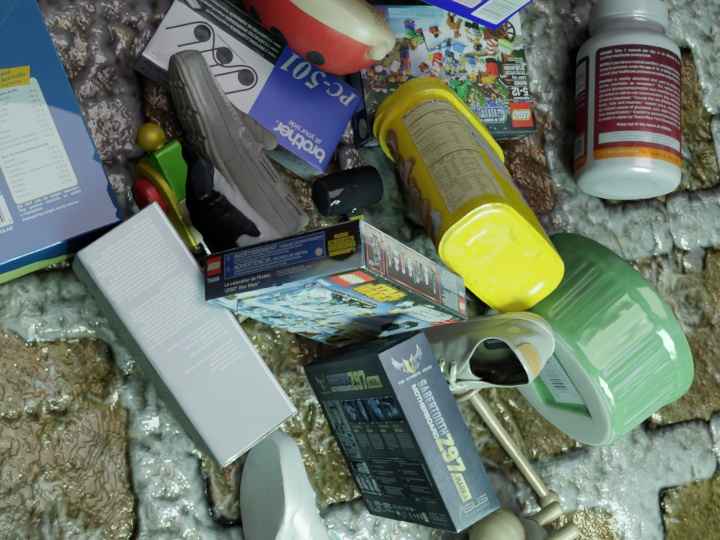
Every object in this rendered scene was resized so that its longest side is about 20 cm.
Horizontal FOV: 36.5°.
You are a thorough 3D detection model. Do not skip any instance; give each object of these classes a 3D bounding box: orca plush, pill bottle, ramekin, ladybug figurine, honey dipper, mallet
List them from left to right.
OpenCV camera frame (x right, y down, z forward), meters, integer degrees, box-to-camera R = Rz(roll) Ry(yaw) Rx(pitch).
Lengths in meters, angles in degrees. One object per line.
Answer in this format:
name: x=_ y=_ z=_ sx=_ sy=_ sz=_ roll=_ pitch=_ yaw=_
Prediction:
orca plush: x=-0.107 y=-0.018 z=0.906 sx=0.105 sy=0.200 sz=0.071 roll=33 pitch=79 yaw=19
ladybug figurine: x=-0.049 y=-0.244 z=1.016 sx=0.135 sy=0.200 sz=0.072 roll=16 pitch=114 yaw=-54
mallet: x=0.000 y=0.000 z=1.057 sx=0.065 sy=0.041 sz=0.202 roll=-8 pitch=88 yaw=-25
honey dipper: x=0.140 y=0.163 z=1.090 sx=0.038 sy=0.038 sz=0.201 roll=-39 pitch=100 yaw=-25
ramekin: x=0.211 y=0.072 z=1.053 sx=0.097 sy=0.200 sz=0.201 roll=-37 pitch=97 yaw=-18
pill bottle: x=0.288 y=-0.186 z=1.174 sx=0.112 sy=0.113 sz=0.202 roll=8 pitch=78 yaw=-23

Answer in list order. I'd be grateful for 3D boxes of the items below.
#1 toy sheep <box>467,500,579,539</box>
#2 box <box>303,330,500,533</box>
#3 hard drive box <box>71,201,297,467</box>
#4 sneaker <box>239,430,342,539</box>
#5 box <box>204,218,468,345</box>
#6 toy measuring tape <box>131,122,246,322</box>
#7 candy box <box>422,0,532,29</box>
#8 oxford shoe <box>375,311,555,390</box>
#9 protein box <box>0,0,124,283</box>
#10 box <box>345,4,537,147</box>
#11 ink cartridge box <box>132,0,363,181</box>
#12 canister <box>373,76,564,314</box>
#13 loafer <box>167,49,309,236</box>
toy sheep: x=0.167 y=0.305 z=1.027 sx=0.138 sy=0.138 sz=0.201 roll=-40 pitch=103 yaw=-25
box: x=0.030 y=0.139 z=0.953 sx=0.051 sy=0.200 sz=0.159 roll=-26 pitch=91 yaw=-22
hard drive box: x=-0.151 y=0.054 z=0.906 sx=0.077 sy=0.156 sz=0.201 roll=-35 pitch=97 yaw=-15
sneaker: x=-0.051 y=0.240 z=0.980 sx=0.088 sy=0.075 sz=0.202 roll=-6 pitch=89 yaw=-37
box: x=-0.013 y=0.015 z=0.872 sx=0.200 sy=0.136 sz=0.040 roll=27 pitch=56 yaw=-60
toy measuring tape: x=-0.155 y=-0.044 z=0.990 sx=0.073 sy=0.073 sz=0.201 roll=-37 pitch=119 yaw=-25
candy box: x=0.085 y=-0.365 z=1.092 sx=0.168 sy=0.077 sz=0.202 roll=11 pitch=64 yaw=-38
oxford shoe: x=0.080 y=0.082 z=0.993 sx=0.076 sy=0.199 sz=0.058 roll=61 pitch=36 yaw=-26
protein box: x=-0.326 y=-0.088 z=0.867 sx=0.197 sy=0.135 sz=0.201 roll=-23 pitch=91 yaw=-25
box: x=0.081 y=-0.202 z=1.125 sx=0.198 sy=0.038 sz=0.138 roll=-6 pitch=83 yaw=-25
ink cartridge box: x=-0.104 y=-0.179 z=1.034 sx=0.199 sy=0.044 sz=0.095 roll=32 pitch=71 yaw=-16
canister: x=0.099 y=-0.070 z=1.007 sx=0.086 sy=0.201 sz=0.148 roll=-38 pitch=131 yaw=15
loafer: x=-0.110 y=-0.112 z=0.989 sx=0.070 sy=0.070 sz=0.201 roll=-33 pitch=115 yaw=-18
